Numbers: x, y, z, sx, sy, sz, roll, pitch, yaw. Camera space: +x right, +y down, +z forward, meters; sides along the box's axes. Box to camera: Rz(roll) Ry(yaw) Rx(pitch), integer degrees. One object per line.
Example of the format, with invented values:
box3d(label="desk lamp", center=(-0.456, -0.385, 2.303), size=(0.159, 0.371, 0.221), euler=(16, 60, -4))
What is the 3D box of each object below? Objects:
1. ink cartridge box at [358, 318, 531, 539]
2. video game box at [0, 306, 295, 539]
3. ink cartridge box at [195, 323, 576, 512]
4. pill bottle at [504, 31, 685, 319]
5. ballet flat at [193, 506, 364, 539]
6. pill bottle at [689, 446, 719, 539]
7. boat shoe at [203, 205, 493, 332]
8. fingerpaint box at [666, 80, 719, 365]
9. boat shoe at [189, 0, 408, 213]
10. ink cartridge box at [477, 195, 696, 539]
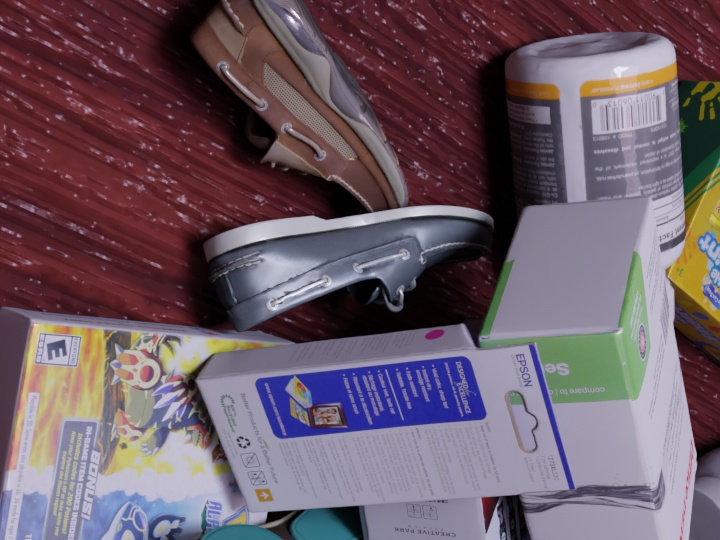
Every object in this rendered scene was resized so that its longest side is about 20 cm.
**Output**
box3d(label="ink cartridge box", center=(0.081, 0.147, 0.932), size=(0.200, 0.084, 0.176), euler=(-39, 125, -58))
box3d(label="video game box", center=(-0.134, 0.129, 0.824), size=(0.182, 0.047, 0.200), euler=(7, 94, -43))
box3d(label="ink cartridge box", center=(0.015, 0.082, 0.790), size=(0.037, 0.200, 0.095), euler=(-57, 134, -54))
box3d(label="pill bottle", center=(0.164, -0.057, 0.988), size=(0.116, 0.116, 0.200), euler=(-19, 111, -36))
box3d(label="ballet flat", center=(-0.047, 0.180, 0.838), size=(0.200, 0.069, 0.070), euler=(-1, 100, -62))
box3d(label="pill bottle", center=(0.338, 0.189, 1.182), size=(0.200, 0.111, 0.111), euler=(-14, 107, -37))
box3d(label="boat shoe", center=(0.000, 0.000, 0.883), size=(0.200, 0.073, 0.062), euler=(-6, 76, -32))
box3d(label="fingerpaint box", center=(0.300, -0.027, 1.133), size=(0.200, 0.073, 0.167), euler=(36, 75, -38))
box3d(label="boat shoe", center=(-0.035, -0.095, 0.855), size=(0.072, 0.076, 0.200), euler=(-31, 133, 6))
box3d(label="ink cartridge box", center=(0.142, 0.079, 0.852), size=(0.146, 0.084, 0.200), euler=(-64, 143, -53))
